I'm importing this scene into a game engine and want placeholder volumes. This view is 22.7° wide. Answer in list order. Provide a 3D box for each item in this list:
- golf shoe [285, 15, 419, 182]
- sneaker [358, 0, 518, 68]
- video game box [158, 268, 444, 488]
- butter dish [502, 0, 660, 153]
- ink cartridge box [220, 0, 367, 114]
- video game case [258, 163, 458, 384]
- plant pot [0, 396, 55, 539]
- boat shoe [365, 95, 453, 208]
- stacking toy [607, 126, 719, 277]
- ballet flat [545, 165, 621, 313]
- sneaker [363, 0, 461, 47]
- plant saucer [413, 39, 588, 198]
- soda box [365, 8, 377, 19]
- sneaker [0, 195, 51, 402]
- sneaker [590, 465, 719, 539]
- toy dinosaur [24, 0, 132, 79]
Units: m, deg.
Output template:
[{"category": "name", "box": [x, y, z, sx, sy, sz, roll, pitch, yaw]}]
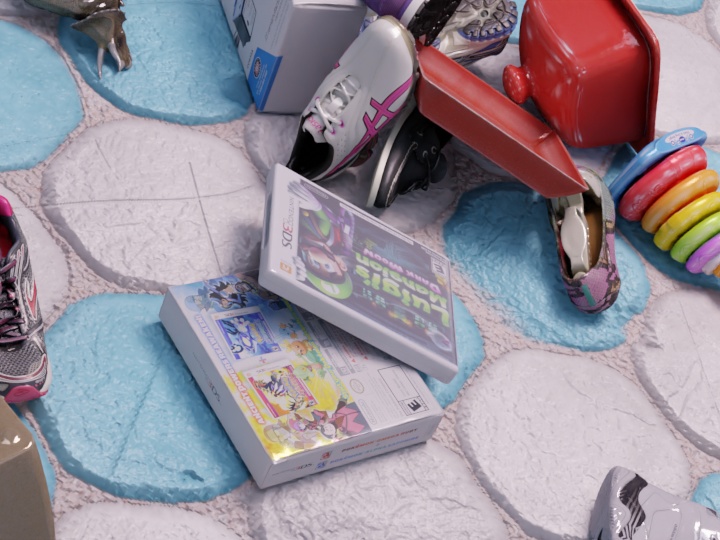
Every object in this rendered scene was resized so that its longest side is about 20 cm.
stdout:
[{"category": "golf shoe", "box": [-0.009, -0.154, 1.701, 0.073, 0.200, 0.092, 43, 45, 15]}, {"category": "sneaker", "box": [0.072, -0.231, 1.910, 0.199, 0.085, 0.077, -14, 64, -6]}, {"category": "video game box", "box": [-0.052, 0.082, 1.564, 0.181, 0.047, 0.200, -10, 53, -35]}, {"category": "butter dish", "box": [0.221, -0.217, 1.902, 0.147, 0.200, 0.200, -21, 55, -10]}, {"category": "ink cartridge box", "box": [-0.074, -0.280, 1.835, 0.085, 0.147, 0.201, -1, 48, -24]}, {"category": "video game case", "box": [0.000, 0.000, 1.624, 0.199, 0.023, 0.182, 29, 29, -18]}, {"category": "plant pot", "box": [-0.334, 0.156, 1.274, 0.199, 0.177, 0.200, -25, 62, -39]}, {"category": "boat shoe", "box": [0.057, -0.114, 1.783, 0.066, 0.075, 0.200, 23, 30, 3]}, {"category": "stacking toy", "box": [0.347, -0.037, 1.829, 0.116, 0.110, 0.200, -20, 69, -40]}, {"category": "ballet flat", "box": [0.218, -0.048, 1.784, 0.069, 0.071, 0.201, -16, 47, 15]}, {"category": "sneaker", "box": [0.045, -0.276, 1.759, 0.087, 0.076, 0.200, 36, 10, 7]}, {"category": "plant saucer", "box": [0.123, -0.150, 1.783, 0.199, 0.037, 0.200, 33, 15, -15]}, {"category": "soda box", "box": [0.050, -0.329, 1.898, 0.063, 0.200, 0.069, -7, 52, -28]}, {"category": "sneaker", "box": [-0.305, 0.025, 1.489, 0.080, 0.075, 0.201, -4, 50, -26]}, {"category": "sneaker", "box": [0.253, 0.255, 1.505, 0.114, 0.075, 0.200, 16, 40, -4]}, {"category": "toy dinosaur", "box": [-0.295, -0.285, 1.797, 0.199, 0.077, 0.102, 32, 37, 5]}]
